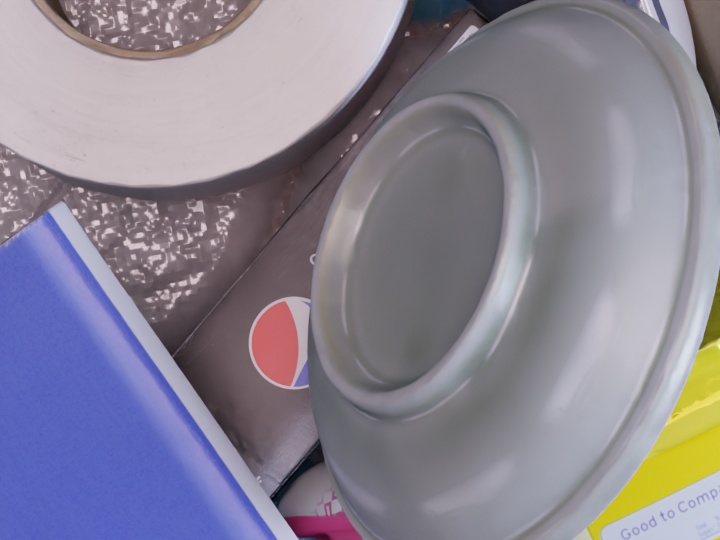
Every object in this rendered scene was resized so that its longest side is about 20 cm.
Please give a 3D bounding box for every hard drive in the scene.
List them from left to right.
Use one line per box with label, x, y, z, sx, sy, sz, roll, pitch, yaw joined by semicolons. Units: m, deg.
hard drive;-0.098;0.094;0.979;0.132;0.025;0.201;-33;94;24

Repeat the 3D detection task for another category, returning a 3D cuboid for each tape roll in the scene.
tape roll;-0.076;-0.129;1.051;0.201;0.071;0.204;0;87;3

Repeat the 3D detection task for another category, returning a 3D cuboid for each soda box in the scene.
soda box;0.000;0.000;1.041;0.063;0.071;0.200;41;90;3

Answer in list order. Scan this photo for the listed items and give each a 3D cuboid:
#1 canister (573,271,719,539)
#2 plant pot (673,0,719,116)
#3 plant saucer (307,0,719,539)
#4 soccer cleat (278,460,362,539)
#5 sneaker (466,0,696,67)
canister;0.135;0.108;0.972;0.148;0.087;0.201;-26;105;0
plant pot;0.161;-0.153;1.002;0.187;0.187;0.200;-40;73;0
plant saucer;0.033;0.000;0.910;0.050;0.200;0.201;18;88;-33
soccer cleat;0.067;0.063;1.040;0.198;0.070;0.087;-2;84;-4
sneaker;0.047;-0.130;0.983;0.079;0.078;0.201;-20;83;-24
